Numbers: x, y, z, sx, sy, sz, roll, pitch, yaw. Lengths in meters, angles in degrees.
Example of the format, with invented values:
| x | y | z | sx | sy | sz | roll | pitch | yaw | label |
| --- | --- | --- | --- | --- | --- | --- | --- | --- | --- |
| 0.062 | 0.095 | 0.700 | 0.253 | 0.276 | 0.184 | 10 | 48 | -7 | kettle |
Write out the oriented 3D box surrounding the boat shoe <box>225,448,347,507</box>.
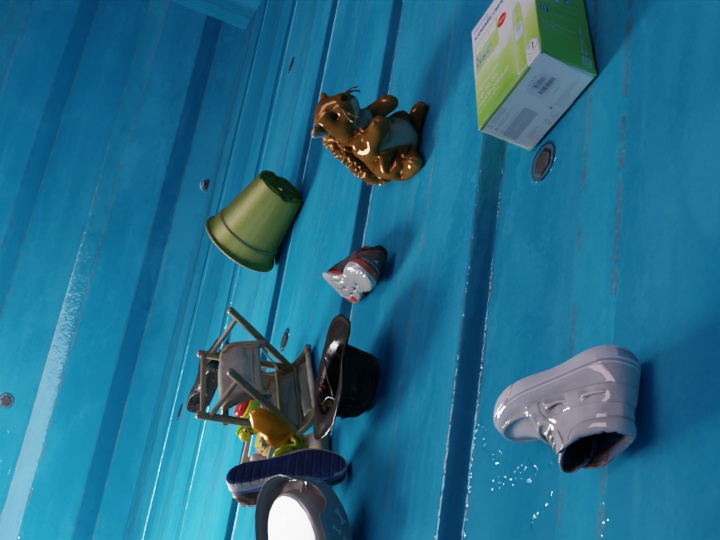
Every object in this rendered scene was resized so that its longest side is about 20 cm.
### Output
| x | y | z | sx | sy | sz | roll | pitch | yaw | label |
| --- | --- | --- | --- | --- | --- | --- | --- | --- | --- |
| -0.112 | 0.339 | 1.510 | 0.072 | 0.198 | 0.073 | -79 | -22 | -57 | boat shoe |

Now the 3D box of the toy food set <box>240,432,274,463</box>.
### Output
| x | y | z | sx | sy | sz | roll | pitch | yaw | label |
| --- | --- | --- | --- | --- | --- | --- | --- | --- | --- |
| -0.197 | 0.349 | 1.870 | 0.200 | 0.060 | 0.145 | 158 | 126 | -66 | toy food set |

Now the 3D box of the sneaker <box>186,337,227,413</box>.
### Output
| x | y | z | sx | sy | sz | roll | pitch | yaw | label |
| --- | --- | --- | --- | --- | --- | --- | --- | --- | --- |
| -0.420 | 0.288 | 2.566 | 0.201 | 0.060 | 0.105 | -58 | 25 | 25 | sneaker |

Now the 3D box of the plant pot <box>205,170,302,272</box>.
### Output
| x | y | z | sx | sy | sz | roll | pitch | yaw | label |
| --- | --- | --- | --- | --- | --- | --- | --- | --- | --- |
| -0.239 | -0.132 | 2.266 | 0.190 | 0.199 | 0.201 | -50 | 26 | 21 | plant pot |

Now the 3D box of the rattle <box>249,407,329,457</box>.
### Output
| x | y | z | sx | sy | sz | roll | pitch | yaw | label |
| --- | --- | --- | --- | --- | --- | --- | --- | --- | --- |
| -0.132 | 0.349 | 1.563 | 0.129 | 0.143 | 0.201 | -7 | 52 | 35 | rattle |

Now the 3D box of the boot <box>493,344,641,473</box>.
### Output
| x | y | z | sx | sy | sz | roll | pitch | yaw | label |
| --- | --- | --- | --- | --- | --- | --- | --- | --- | --- |
| 0.193 | 0.152 | 0.915 | 0.200 | 0.073 | 0.096 | -47 | 25 | 51 | boot |

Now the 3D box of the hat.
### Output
| x | y | z | sx | sy | sz | roll | pitch | yaw | label |
| --- | --- | --- | --- | --- | --- | --- | --- | --- | --- |
| -0.018 | 0.176 | 1.490 | 0.201 | 0.080 | 0.202 | -168 | 90 | -78 | hat |

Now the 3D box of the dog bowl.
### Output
| x | y | z | sx | sy | sz | roll | pitch | yaw | label |
| --- | --- | --- | --- | --- | --- | --- | --- | --- | --- |
| -0.084 | 0.401 | 1.401 | 0.199 | 0.058 | 0.202 | 5 | 97 | 52 | dog bowl |

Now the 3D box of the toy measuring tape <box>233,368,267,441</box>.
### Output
| x | y | z | sx | sy | sz | roll | pitch | yaw | label |
| --- | --- | --- | --- | --- | --- | --- | --- | --- | --- |
| -0.203 | 0.249 | 1.854 | 0.074 | 0.073 | 0.201 | -54 | 17 | 44 | toy measuring tape |

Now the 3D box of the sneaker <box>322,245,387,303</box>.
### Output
| x | y | z | sx | sy | sz | roll | pitch | yaw | label |
| --- | --- | --- | --- | --- | --- | --- | --- | --- | --- |
| 0.000 | 0.000 | 1.641 | 0.082 | 0.077 | 0.200 | -50 | 13 | -19 | sneaker |

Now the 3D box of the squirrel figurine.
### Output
| x | y | z | sx | sy | sz | roll | pitch | yaw | label |
| --- | --- | --- | --- | --- | --- | --- | --- | --- | --- |
| -0.004 | -0.231 | 1.636 | 0.200 | 0.185 | 0.143 | 142 | 141 | -60 | squirrel figurine |

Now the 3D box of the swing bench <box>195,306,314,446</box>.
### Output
| x | y | z | sx | sy | sz | roll | pitch | yaw | label |
| --- | --- | --- | --- | --- | --- | --- | --- | --- | --- |
| -0.191 | 0.207 | 1.748 | 0.130 | 0.199 | 0.199 | -52 | 25 | 22 | swing bench |

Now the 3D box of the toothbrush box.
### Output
| x | y | z | sx | sy | sz | roll | pitch | yaw | label |
| --- | --- | --- | --- | --- | --- | --- | --- | --- | --- |
| 0.218 | -0.282 | 1.211 | 0.146 | 0.085 | 0.201 | 129 | 153 | -47 | toothbrush box |
